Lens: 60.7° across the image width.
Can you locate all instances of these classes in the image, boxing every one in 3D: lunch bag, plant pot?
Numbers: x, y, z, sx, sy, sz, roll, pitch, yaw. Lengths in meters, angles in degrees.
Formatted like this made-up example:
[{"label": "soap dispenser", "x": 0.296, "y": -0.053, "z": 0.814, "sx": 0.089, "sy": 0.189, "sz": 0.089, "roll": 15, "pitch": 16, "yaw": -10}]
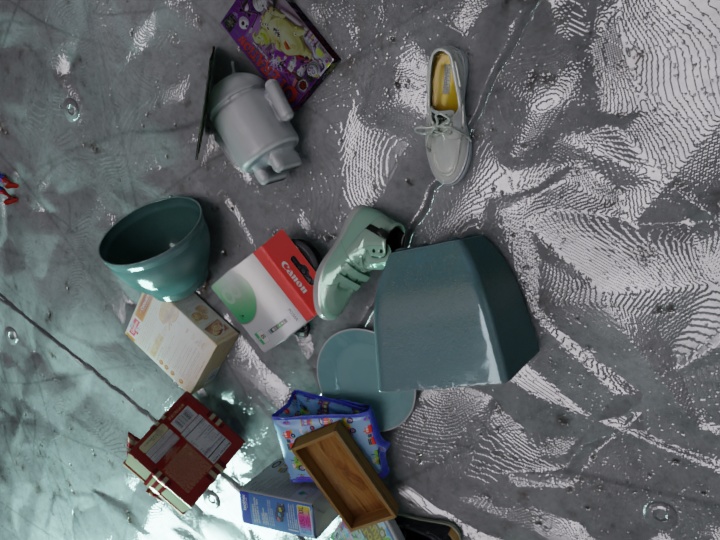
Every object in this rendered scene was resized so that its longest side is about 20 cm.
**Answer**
[{"label": "lunch bag", "x": -0.042, "y": 0.311, "z": 1.123, "sx": 0.200, "sy": 0.094, "sz": 0.151, "roll": -1, "pitch": 114, "yaw": 27}, {"label": "plant pot", "x": -0.368, "y": -0.027, "z": 1.163, "sx": 0.200, "sy": 0.200, "sz": 0.134, "roll": 5, "pitch": 134, "yaw": 26}, {"label": "plant pot", "x": 0.134, "y": 0.053, "z": 0.917, "sx": 0.195, "sy": 0.196, "sz": 0.201, "roll": -10, "pitch": 92, "yaw": 30}]

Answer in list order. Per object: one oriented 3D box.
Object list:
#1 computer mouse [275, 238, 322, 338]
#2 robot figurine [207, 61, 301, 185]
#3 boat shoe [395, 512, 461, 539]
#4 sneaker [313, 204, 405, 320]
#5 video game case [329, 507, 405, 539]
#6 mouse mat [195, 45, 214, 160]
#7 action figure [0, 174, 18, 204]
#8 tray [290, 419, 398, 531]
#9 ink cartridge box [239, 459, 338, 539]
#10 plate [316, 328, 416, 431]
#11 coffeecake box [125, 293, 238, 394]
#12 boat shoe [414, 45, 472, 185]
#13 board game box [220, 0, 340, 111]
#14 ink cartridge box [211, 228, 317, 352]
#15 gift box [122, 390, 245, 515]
[{"label": "computer mouse", "x": -0.119, "y": 0.017, "z": 1.116, "sx": 0.138, "sy": 0.053, "sz": 0.200, "roll": 34, "pitch": 130, "yaw": 13}, {"label": "robot figurine", "x": -0.181, "y": -0.244, "z": 1.030, "sx": 0.169, "sy": 0.113, "sz": 0.200, "roll": -31, "pitch": 90, "yaw": 32}, {"label": "boat shoe", "x": 0.087, "y": 0.498, "z": 1.140, "sx": 0.200, "sy": 0.062, "sz": 0.075, "roll": -9, "pitch": 101, "yaw": 32}, {"label": "sneaker", "x": 0.000, "y": 0.000, "z": 0.983, "sx": 0.118, "sy": 0.074, "sz": 0.201, "roll": 25, "pitch": 94, "yaw": 46}, {"label": "video game case", "x": 0.025, "y": 0.533, "z": 1.141, "sx": 0.200, "sy": 0.022, "sz": 0.182, "roll": 55, "pitch": 128, "yaw": 40}, {"label": "mouse mat", "x": -0.260, "y": -0.285, "z": 1.032, "sx": 0.008, "sy": 0.200, "sz": 0.161, "roll": 8, "pitch": 113, "yaw": -16}, {"label": "action figure", "x": -0.901, "y": -0.219, "z": 1.425, "sx": 0.200, "sy": 0.099, "sz": 0.065, "roll": 31, "pitch": 115, "yaw": 19}, {"label": "tray", "x": -0.026, "y": 0.365, "z": 1.087, "sx": 0.098, "sy": 0.037, "sz": 0.200, "roll": -27, "pitch": 105, "yaw": 21}, {"label": "ink cartridge box", "x": -0.140, "y": 0.437, "z": 1.197, "sx": 0.200, "sy": 0.136, "sz": 0.077, "roll": 2, "pitch": 100, "yaw": 27}, {"label": "plate", "x": 0.012, "y": 0.196, "z": 1.111, "sx": 0.200, "sy": 0.026, "sz": 0.201, "roll": 8, "pitch": 107, "yaw": 25}, {"label": "coffeecake box", "x": -0.369, "y": 0.128, "z": 1.261, "sx": 0.200, "sy": 0.073, "sz": 0.154, "roll": 40, "pitch": 120, "yaw": 12}, {"label": "boat shoe", "x": 0.122, "y": -0.222, "z": 0.894, "sx": 0.074, "sy": 0.086, "sz": 0.203, "roll": 9, "pitch": 108, "yaw": 25}, {"label": "board game box", "x": -0.135, "y": -0.380, "z": 1.017, "sx": 0.200, "sy": 0.032, "sz": 0.120, "roll": 51, "pitch": 125, "yaw": 5}, {"label": "ink cartridge box", "x": -0.157, "y": 0.042, "z": 1.090, "sx": 0.200, "sy": 0.050, "sz": 0.161, "roll": -34, "pitch": 96, "yaw": 43}, {"label": "gift box", "x": -0.363, "y": 0.356, "z": 1.241, "sx": 0.200, "sy": 0.185, "sz": 0.187, "roll": 45, "pitch": 147, "yaw": 3}]
